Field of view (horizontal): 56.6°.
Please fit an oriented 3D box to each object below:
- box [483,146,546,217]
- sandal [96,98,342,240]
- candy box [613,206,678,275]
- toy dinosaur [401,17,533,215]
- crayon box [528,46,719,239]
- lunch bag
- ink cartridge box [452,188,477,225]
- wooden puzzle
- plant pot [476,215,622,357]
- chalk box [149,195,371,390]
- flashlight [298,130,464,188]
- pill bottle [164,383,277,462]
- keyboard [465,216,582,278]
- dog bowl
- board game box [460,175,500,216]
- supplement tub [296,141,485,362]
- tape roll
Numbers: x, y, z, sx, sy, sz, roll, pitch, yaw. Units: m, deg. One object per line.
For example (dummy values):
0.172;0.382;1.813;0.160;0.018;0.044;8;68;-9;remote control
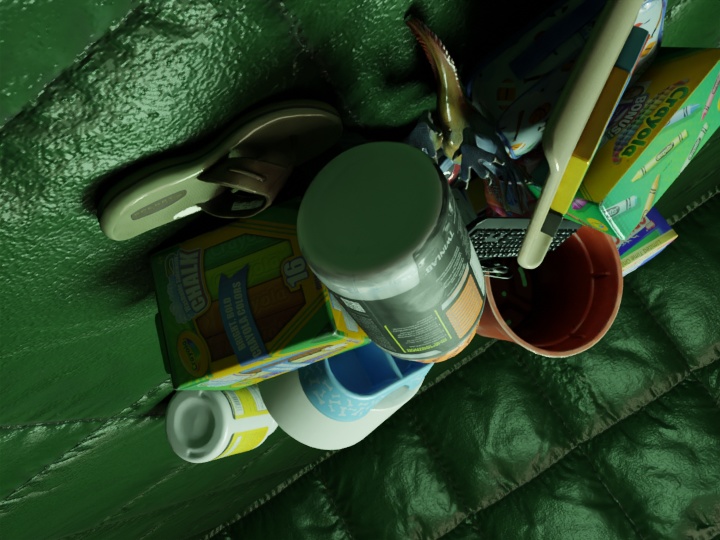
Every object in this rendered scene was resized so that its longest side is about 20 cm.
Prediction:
0.251;-0.143;0.808;0.197;0.096;0.101;-29;130;-14;box
-0.098;-0.065;0.511;0.198;0.058;0.080;-30;163;-12;sandal
0.369;-0.083;1.065;0.167;0.202;0.077;-26;163;-20;candy box
0.109;-0.116;0.595;0.181;0.103;0.204;-40;134;-60;toy dinosaur
0.281;-0.137;0.692;0.201;0.119;0.058;-49;120;-3;crayon box
0.201;-0.204;0.650;0.199;0.076;0.160;-37;159;13;lunch bag
0.042;-0.055;0.722;0.198;0.101;0.039;-16;157;-42;ink cartridge box
0.190;-0.114;0.565;0.187;0.037;0.201;-60;161;-17;wooden puzzle
0.222;0.016;0.934;0.198;0.204;0.195;-27;-179;-16;plant pot
-0.109;0.036;0.617;0.196;0.127;0.124;-21;166;11;chalk box
0.034;-0.103;0.630;0.198;0.069;0.068;-13;155;-51;flashlight
-0.201;0.226;1.031;0.111;0.112;0.199;-36;162;12;pill bottle
0.166;-0.020;0.741;0.197;0.040;0.104;-2;155;-40;keyboard
0.018;0.102;0.809;0.198;0.113;0.050;-20;164;-39;dog bowl
0.195;-0.104;0.967;0.199;0.041;0.152;-38;163;15;board game box
0.037;-0.002;0.559;0.121;0.124;0.201;-33;146;2;supplement tub
-0.026;0.119;0.902;0.200;0.205;0.139;-18;159;-39;tape roll
